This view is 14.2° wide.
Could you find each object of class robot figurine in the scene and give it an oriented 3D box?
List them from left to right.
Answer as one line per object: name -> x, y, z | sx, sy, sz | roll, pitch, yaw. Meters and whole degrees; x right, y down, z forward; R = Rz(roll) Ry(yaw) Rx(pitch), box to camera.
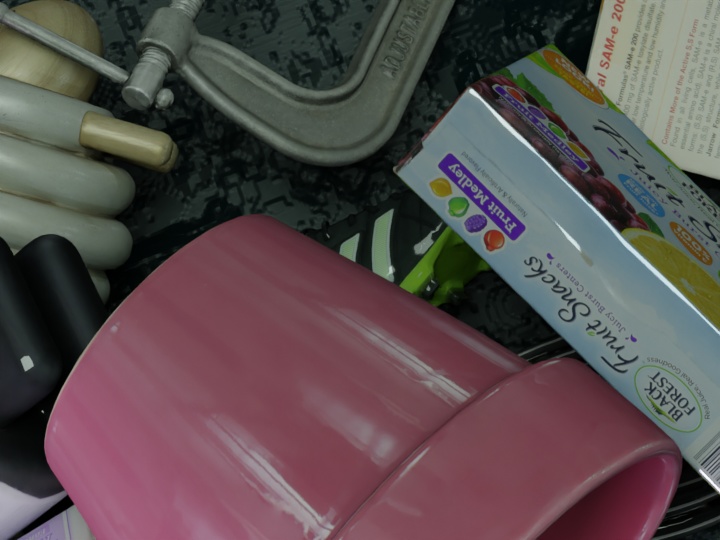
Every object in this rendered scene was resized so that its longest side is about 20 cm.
robot figurine -> -0.185, 0.063, 1.142 | 0.150, 0.125, 0.200 | 37, 121, -26

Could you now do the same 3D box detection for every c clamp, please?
c clamp -> -0.040, -0.131, 1.250 | 0.171, 0.027, 0.200 | 35, 56, -5

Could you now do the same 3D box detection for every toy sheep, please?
toy sheep -> -0.157, -0.020, 1.233 | 0.137, 0.138, 0.201 | 17, 88, 7

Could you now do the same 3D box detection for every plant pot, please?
plant pot -> -0.011, 0.083, 1.060 | 0.179, 0.200, 0.200 | 41, 83, 18

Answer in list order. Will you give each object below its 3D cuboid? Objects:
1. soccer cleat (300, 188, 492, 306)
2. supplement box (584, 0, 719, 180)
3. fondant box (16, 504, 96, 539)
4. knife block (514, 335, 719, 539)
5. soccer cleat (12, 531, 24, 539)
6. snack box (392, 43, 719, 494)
soccer cleat -> 0.000, 0.000, 1.251 | 0.081, 0.068, 0.200 | 41, 84, 23
supplement box -> 0.200, -0.098, 1.225 | 0.199, 0.074, 0.127 | 16, 116, 6
fondant box -> -0.113, 0.207, 1.150 | 0.144, 0.058, 0.200 | -31, 120, 4
knife block -> 0.058, 0.104, 1.218 | 0.175, 0.064, 0.200 | 23, 116, -28
soccer cleat -> -0.149, 0.152, 1.227 | 0.199, 0.069, 0.078 | 30, 79, 12
snack box -> 0.116, 0.002, 1.151 | 0.200, 0.142, 0.053 | 45, 108, 4
